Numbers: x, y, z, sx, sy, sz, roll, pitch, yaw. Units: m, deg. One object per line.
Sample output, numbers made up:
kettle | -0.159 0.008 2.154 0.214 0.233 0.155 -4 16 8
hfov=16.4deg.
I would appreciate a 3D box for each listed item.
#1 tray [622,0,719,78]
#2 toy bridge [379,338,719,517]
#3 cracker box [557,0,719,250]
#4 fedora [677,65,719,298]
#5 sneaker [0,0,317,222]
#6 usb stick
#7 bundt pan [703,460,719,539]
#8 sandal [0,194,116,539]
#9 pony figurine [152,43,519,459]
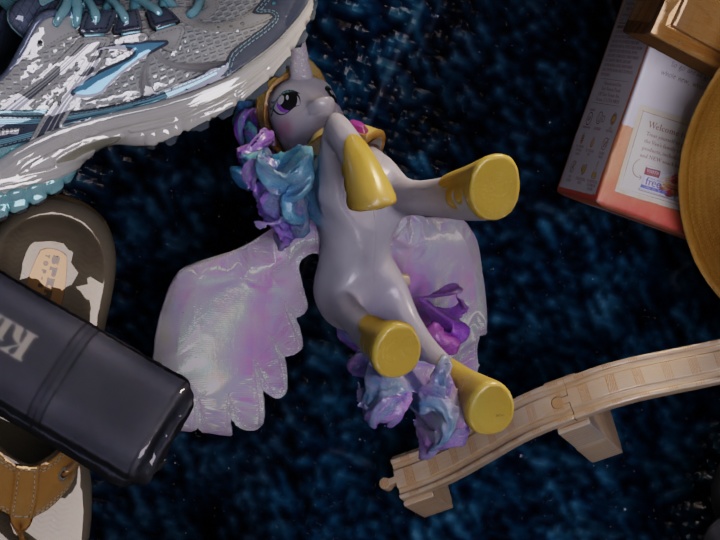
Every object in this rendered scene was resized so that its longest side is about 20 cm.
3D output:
tray | 0.229 -0.110 1.146 0.200 0.037 0.099 25 90 -19
toy bridge | 0.101 0.067 1.137 0.200 0.067 0.027 -21 68 13
cracker box | 0.192 -0.107 1.183 0.134 0.058 0.200 19 92 -18
fedora | 0.238 -0.032 1.103 0.201 0.082 0.201 -2 123 -3
sneaker | -0.113 -0.095 1.079 0.200 0.078 0.086 -29 117 -7
usb stick | -0.165 0.026 1.079 0.200 0.033 0.055 30 81 7
bundt pan | 0.243 0.140 1.181 0.202 0.076 0.202 19 52 -27
sandal | -0.149 0.066 1.113 0.080 0.054 0.200 9 94 -16
pony figurine | 0.000 0.000 1.095 0.166 0.200 0.193 -10 115 -21
